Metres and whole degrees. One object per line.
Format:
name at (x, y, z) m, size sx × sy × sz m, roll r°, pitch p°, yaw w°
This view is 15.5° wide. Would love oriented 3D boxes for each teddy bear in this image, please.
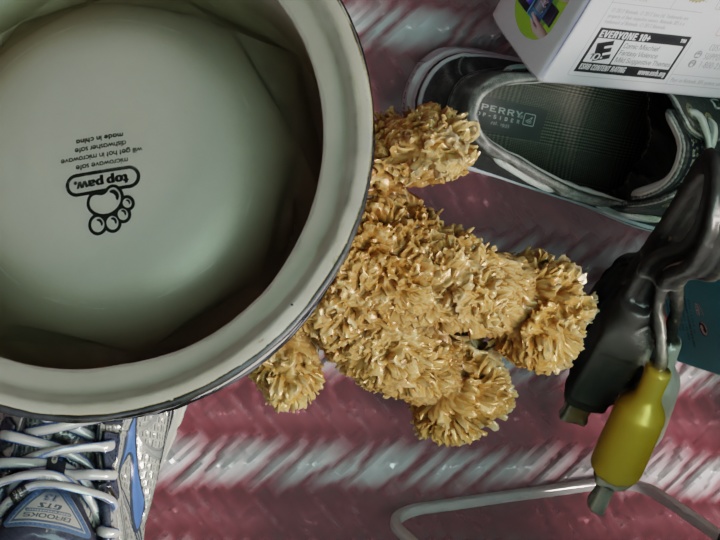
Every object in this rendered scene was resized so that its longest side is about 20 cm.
teddy bear at (0.000, 0.000, 1.038) m, size 0.145 × 0.067 × 0.200 m, roll -24°, pitch 124°, yaw 23°

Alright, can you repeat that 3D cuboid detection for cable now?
cable at (0.127, 0.009, 1.058) m, size 0.050 × 0.097 × 0.200 m, roll 19°, pitch 140°, yaw -7°

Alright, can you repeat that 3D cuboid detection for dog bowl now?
dog bowl at (-0.089, -0.037, 0.954) m, size 0.199 × 0.074 × 0.201 m, roll -2°, pitch 75°, yaw 7°

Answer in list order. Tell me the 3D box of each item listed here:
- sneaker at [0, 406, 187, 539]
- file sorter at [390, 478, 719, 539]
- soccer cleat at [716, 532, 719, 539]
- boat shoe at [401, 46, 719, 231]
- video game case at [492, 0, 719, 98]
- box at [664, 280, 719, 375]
sneaker at (-0.109, 0.080, 1.006) m, size 0.077 × 0.085 × 0.201 m, roll 5°, pitch 102°, yaw 3°
file sorter at (0.087, 0.203, 1.111) m, size 0.138 × 0.124 × 0.201 m, roll -6°, pitch 106°, yaw -22°
soccer cleat at (0.156, 0.154, 1.012) m, size 0.067 × 0.081 × 0.201 m, roll 27°, pitch 92°, yaw -28°
boat shoe at (0.115, -0.047, 1.085) m, size 0.199 × 0.071 × 0.072 m, roll 5°, pitch 102°, yaw -24°
video game case at (0.175, -0.149, 1.033) m, size 0.199 × 0.046 × 0.182 m, roll 2°, pitch 133°, yaw -39°
box at (0.201, 0.017, 1.065) m, size 0.082 × 0.200 × 0.049 m, roll -19°, pitch 103°, yaw -18°
